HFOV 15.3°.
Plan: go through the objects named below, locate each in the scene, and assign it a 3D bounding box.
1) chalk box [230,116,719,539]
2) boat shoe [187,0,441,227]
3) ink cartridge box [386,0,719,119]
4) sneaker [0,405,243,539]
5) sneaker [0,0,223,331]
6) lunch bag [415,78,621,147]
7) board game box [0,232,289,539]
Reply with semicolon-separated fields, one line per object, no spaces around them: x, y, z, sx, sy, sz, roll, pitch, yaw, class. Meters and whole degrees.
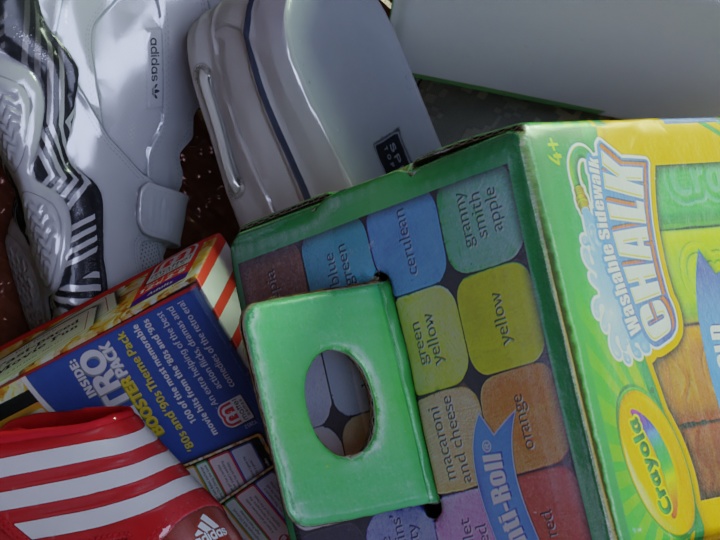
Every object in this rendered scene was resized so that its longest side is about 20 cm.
0.051;0.029;0.785;0.199;0.123;0.125;-6;81;-47;chalk box
0.000;0.000;0.882;0.073;0.065;0.201;-21;95;-47;boat shoe
0.097;-0.156;0.909;0.144;0.084;0.201;11;61;1;ink cartridge box
-0.104;0.113;0.839;0.078;0.200;0.116;-10;61;-53;sneaker
-0.069;-0.045;0.919;0.114;0.075;0.201;-18;96;-16;sneaker
0.094;-0.010;0.959;0.200;0.118;0.164;34;83;7;lunch bag
-0.095;0.100;0.882;0.199;0.046;0.152;-26;105;16;board game box
